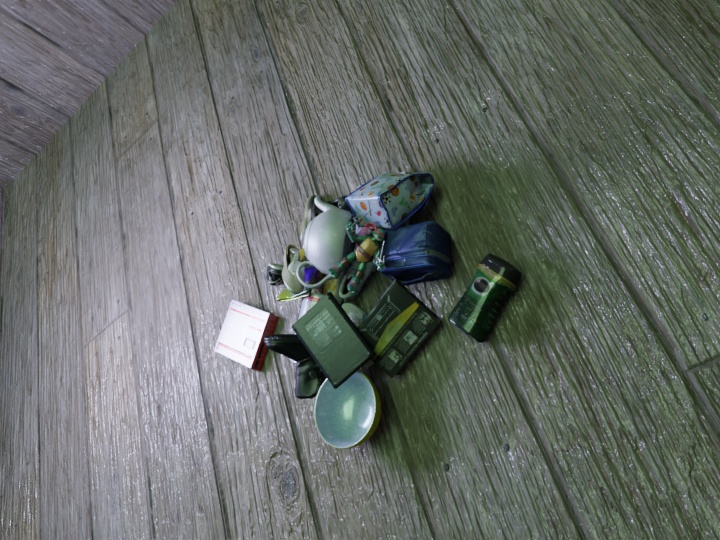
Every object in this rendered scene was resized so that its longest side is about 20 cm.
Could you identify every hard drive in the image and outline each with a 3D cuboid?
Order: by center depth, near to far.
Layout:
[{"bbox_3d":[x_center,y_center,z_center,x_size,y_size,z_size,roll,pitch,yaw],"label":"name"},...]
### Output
[{"bbox_3d":[-0.071,0.182,1.567,0.139,0.033,0.202,-40,77,8],"label":"hard drive"}]

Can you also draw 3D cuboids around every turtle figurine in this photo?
[{"bbox_3d":[0.011,-0.048,1.588,0.149,0.100,0.202,41,101,16],"label":"turtle figurine"}]

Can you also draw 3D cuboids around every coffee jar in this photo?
[{"bbox_3d":[0.305,0.066,1.481,0.104,0.085,0.203,35,96,43],"label":"coffee jar"}]

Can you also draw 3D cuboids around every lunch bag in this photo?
[{"bbox_3d":[0.140,-0.033,1.608,0.196,0.135,0.136,-10,66,35],"label":"lunch bag"},{"bbox_3d":[0.089,-0.204,1.666,0.199,0.126,0.168,-40,28,-28],"label":"lunch bag"}]

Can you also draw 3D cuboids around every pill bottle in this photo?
[{"bbox_3d":[-0.133,0.176,1.748,0.117,0.119,0.206,6,77,37],"label":"pill bottle"}]

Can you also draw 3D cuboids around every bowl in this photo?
[{"bbox_3d":[-0.015,0.369,1.593,0.196,0.107,0.206,-15,64,31],"label":"bowl"}]

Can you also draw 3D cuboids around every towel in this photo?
[{"bbox_3d":[-0.170,0.002,1.800,0.141,0.023,0.203,-14,43,39],"label":"towel"}]

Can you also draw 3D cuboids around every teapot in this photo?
[{"bbox_3d":[-0.101,-0.080,1.708,0.142,0.201,0.202,9,118,8],"label":"teapot"}]

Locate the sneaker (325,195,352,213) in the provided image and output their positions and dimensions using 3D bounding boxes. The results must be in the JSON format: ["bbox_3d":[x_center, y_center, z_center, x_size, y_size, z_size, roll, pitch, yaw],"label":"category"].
[{"bbox_3d":[-0.023,-0.188,1.792,0.196,0.087,0.078,-14,64,32],"label":"sneaker"}]

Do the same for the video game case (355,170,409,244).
[{"bbox_3d":[0.063,-0.178,1.795,0.179,0.023,0.206,-13,66,33],"label":"video game case"}]

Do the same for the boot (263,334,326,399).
[{"bbox_3d":[-0.168,0.261,1.639,0.076,0.195,0.174,-176,90,-71],"label":"boot"}]

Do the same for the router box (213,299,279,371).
[{"bbox_3d":[-0.372,0.207,1.960,0.197,0.048,0.184,15,82,39],"label":"router box"}]

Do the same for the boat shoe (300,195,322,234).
[{"bbox_3d":[-0.143,-0.165,1.898,0.063,0.073,0.203,-5,40,11],"label":"boat shoe"}]

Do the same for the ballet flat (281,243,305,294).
[{"bbox_3d":[-0.193,-0.012,1.748,0.069,0.069,0.202,-43,32,15],"label":"ballet flat"}]

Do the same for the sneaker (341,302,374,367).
[{"bbox_3d":[-0.016,0.169,1.687,0.076,0.080,0.203,-40,53,19],"label":"sneaker"}]

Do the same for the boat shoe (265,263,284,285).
[{"bbox_3d":[-0.261,0.014,1.887,0.200,0.070,0.070,163,120,-78],"label":"boat shoe"}]

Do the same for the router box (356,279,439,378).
[{"bbox_3d":[0.088,0.152,1.582,0.157,0.052,0.201,41,100,2],"label":"router box"}]

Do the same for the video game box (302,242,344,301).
[{"bbox_3d":[-0.114,-0.013,1.852,0.179,0.046,0.206,1,74,41],"label":"video game box"}]

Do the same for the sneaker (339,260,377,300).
[{"bbox_3d":[0.000,0.000,1.723,0.074,0.087,0.203,29,96,7],"label":"sneaker"}]
